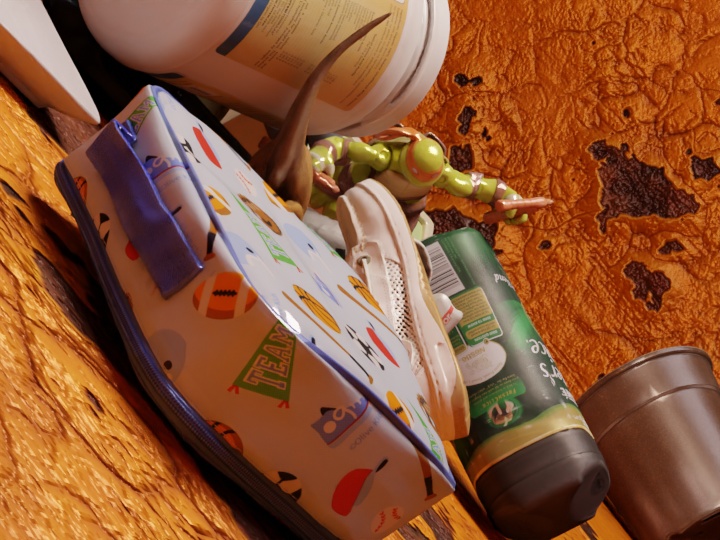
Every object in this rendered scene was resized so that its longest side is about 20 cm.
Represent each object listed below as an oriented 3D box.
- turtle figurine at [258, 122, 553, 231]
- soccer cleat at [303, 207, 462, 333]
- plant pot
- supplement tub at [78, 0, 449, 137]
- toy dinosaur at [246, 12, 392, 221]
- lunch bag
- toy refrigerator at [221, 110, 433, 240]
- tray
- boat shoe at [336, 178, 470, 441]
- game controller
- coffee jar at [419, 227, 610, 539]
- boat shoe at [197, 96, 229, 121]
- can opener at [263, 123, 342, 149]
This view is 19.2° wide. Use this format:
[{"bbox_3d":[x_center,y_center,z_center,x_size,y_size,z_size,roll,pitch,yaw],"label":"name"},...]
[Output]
[{"bbox_3d":[0.016,-0.065,1.412,0.199,0.065,0.161,8,-11,-15],"label":"turtle figurine"},{"bbox_3d":[0.000,0.000,1.371,0.069,0.085,0.200,46,6,-38],"label":"soccer cleat"},{"bbox_3d":[0.357,0.225,2.425,0.200,0.200,0.199,43,17,-57],"label":"plant pot"},{"bbox_3d":[-0.054,-0.163,1.262,0.200,0.145,0.145,20,26,-50],"label":"supplement tub"},{"bbox_3d":[-0.046,-0.061,1.242,0.060,0.106,0.200,28,-39,12],"label":"toy dinosaur"},{"bbox_3d":[-0.049,0.017,0.857,0.160,0.076,0.200,43,9,-39],"label":"lunch bag"},{"bbox_3d":[-0.028,-0.066,1.581,0.200,0.070,0.076,47,32,-27],"label":"toy refrigerator"},{"bbox_3d":[-0.192,-0.142,1.085,0.107,0.022,0.200,48,5,-34],"label":"tray"},{"bbox_3d":[0.006,0.022,1.245,0.200,0.069,0.071,-110,-172,-47],"label":"boat shoe"},{"bbox_3d":[-0.122,-0.090,1.298,0.200,0.042,0.104,47,20,-28],"label":"game controller"},{"bbox_3d":[0.088,0.078,1.398,0.200,0.085,0.104,64,2,24],"label":"coffee jar"},{"bbox_3d":[-0.124,-0.147,1.407,0.063,0.073,0.201,36,-9,12],"label":"boat shoe"},{"bbox_3d":[-0.065,-0.150,1.430,0.067,0.053,0.200,-74,150,-53],"label":"can opener"}]
